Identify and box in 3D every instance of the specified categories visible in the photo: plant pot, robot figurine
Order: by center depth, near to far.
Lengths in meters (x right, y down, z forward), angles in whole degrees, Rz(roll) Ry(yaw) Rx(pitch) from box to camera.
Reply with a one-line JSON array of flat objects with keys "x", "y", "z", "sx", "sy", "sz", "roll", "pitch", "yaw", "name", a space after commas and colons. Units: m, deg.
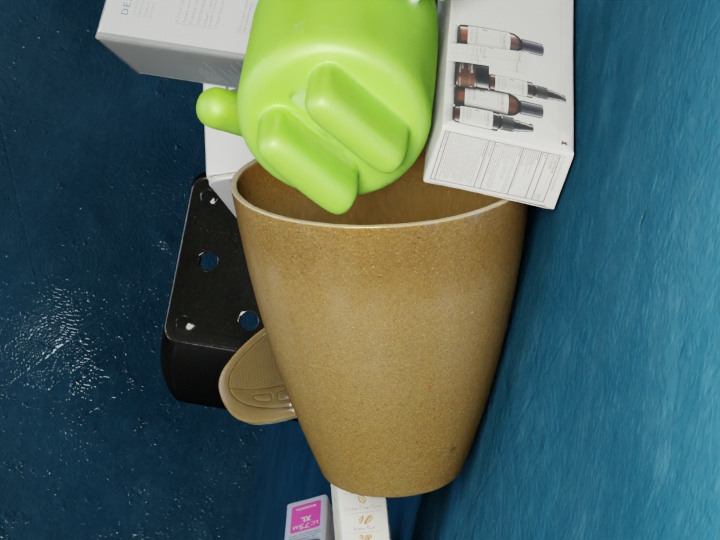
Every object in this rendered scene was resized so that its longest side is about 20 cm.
[{"x": -0.012, "y": -0.125, "z": 1.345, "sx": 0.175, "sy": 0.116, "sz": 0.200, "roll": -40, "pitch": 26, "yaw": 31, "name": "robot figurine"}, {"x": 0.015, "y": 0.034, "z": 1.405, "sx": 0.186, "sy": 0.186, "sz": 0.201, "roll": -93, "pitch": 1, "yaw": -70, "name": "plant pot"}, {"x": -0.064, "y": 0.015, "z": 1.825, "sx": 0.177, "sy": 0.199, "sz": 0.200, "roll": 48, "pitch": -128, "yaw": -77, "name": "plant pot"}]

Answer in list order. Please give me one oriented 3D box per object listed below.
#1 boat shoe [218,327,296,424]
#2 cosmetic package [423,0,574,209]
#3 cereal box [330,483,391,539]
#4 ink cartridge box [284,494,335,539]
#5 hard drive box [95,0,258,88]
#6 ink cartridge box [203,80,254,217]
[{"x": -0.001, "y": 0.052, "z": 1.523, "sx": 0.074, "sy": 0.200, "sz": 0.066, "roll": 63, "pitch": 178, "yaw": 19, "name": "boat shoe"}, {"x": 0.088, "y": -0.128, "z": 1.372, "sx": 0.200, "sy": 0.082, "sz": 0.051, "roll": -85, "pitch": 10, "yaw": -46, "name": "cosmetic package"}, {"x": 0.001, "y": 0.180, "z": 1.576, "sx": 0.144, "sy": 0.039, "sz": 0.201, "roll": -104, "pitch": 10, "yaw": -79, "name": "cereal box"}, {"x": -0.026, "y": 0.275, "z": 1.678, "sx": 0.200, "sy": 0.042, "sz": 0.120, "roll": -92, "pitch": -16, "yaw": -61, "name": "ink cartridge box"}, {"x": -0.060, "y": -0.205, "z": 1.515, "sx": 0.077, "sy": 0.200, "sz": 0.156, "roll": 39, "pitch": -115, "yaw": -66, "name": "hard drive box"}, {"x": -0.059, "y": -0.142, "z": 1.623, "sx": 0.146, "sy": 0.084, "sz": 0.201, "roll": 51, "pitch": -146, "yaw": -71, "name": "ink cartridge box"}]
